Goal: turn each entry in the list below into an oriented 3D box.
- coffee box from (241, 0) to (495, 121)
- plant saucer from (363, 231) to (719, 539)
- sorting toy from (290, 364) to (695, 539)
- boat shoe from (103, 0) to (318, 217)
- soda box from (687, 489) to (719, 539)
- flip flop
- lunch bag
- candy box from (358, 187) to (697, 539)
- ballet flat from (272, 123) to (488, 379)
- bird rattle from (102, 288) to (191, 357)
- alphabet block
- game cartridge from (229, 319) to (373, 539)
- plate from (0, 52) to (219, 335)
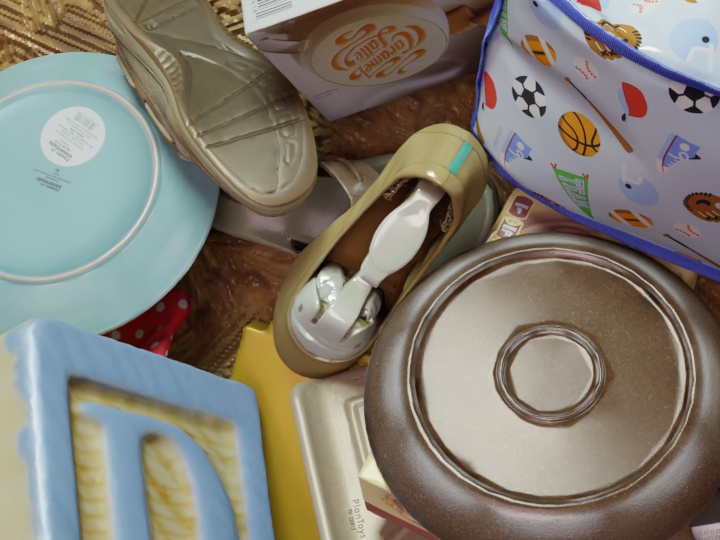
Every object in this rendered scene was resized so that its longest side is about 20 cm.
[{"bbox_3d":[0.045,-0.168,0.931,0.200,0.114,0.080,-17,64,17],"label":"coffee box"},{"bbox_3d":[0.100,0.059,0.881,0.200,0.032,0.200,-3,61,5],"label":"plant saucer"},{"bbox_3d":[0.073,0.122,0.953,0.200,0.036,0.185,-15,59,0],"label":"sorting toy"},{"bbox_3d":[-0.087,-0.098,0.988,0.071,0.065,0.200,-22,58,-21],"label":"boat shoe"},{"bbox_3d":[0.133,0.179,0.975,0.200,0.064,0.068,-10,98,9],"label":"soda box"},{"bbox_3d":[-0.016,-0.039,1.005,0.200,0.058,0.081,12,99,16],"label":"flip flop"},{"bbox_3d":[0.160,-0.096,0.872,0.200,0.170,0.124,19,61,7],"label":"lunch bag"},{"bbox_3d":[0.096,0.063,0.929,0.115,0.055,0.200,22,65,18],"label":"candy box"},{"bbox_3d":[0.000,0.000,0.950,0.069,0.063,0.200,32,122,-4],"label":"ballet flat"},{"bbox_3d":[-0.203,0.000,1.049,0.200,0.113,0.163,2,82,13],"label":"bird rattle"},{"bbox_3d":[-0.183,0.165,0.967,0.200,0.196,0.196,-25,59,29],"label":"alphabet block"},{"bbox_3d":[-0.013,0.144,1.048,0.176,0.032,0.200,19,101,13],"label":"game cartridge"},{"bbox_3d":[-0.185,-0.051,1.017,0.200,0.026,0.200,-4,66,8],"label":"plate"}]
